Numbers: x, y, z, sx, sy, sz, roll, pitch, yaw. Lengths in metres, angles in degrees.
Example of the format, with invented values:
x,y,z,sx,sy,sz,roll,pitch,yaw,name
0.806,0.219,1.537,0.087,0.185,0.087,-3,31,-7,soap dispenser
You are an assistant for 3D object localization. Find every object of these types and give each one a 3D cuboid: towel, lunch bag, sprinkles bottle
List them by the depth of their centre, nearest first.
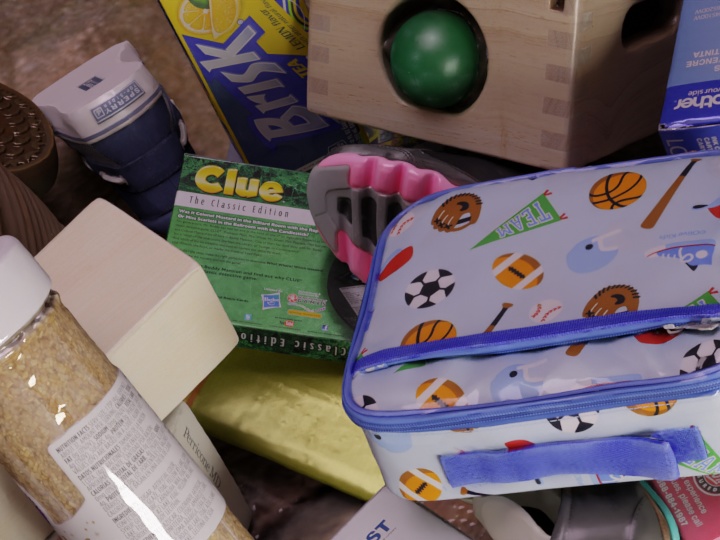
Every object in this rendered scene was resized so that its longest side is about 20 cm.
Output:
x,y,z,sx,sy,sz,roll,pitch,yaw,name
-0.112,0.081,0.991,0.068,0.200,0.068,-34,17,12,sprinkles bottle
0.096,0.025,0.996,0.199,0.076,0.161,-9,38,22,lunch bag
-0.046,0.054,1.176,0.199,0.018,0.086,21,65,20,towel

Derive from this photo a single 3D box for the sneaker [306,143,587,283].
x,y,z,sx,sy,sz,roll,pitch,yaw,name
0.073,-0.028,1.153,0.199,0.079,0.096,15,36,2,sneaker

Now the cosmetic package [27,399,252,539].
x,y,z,sx,sy,sz,roll,pitch,yaw,name
-0.126,0.168,1.077,0.087,0.104,0.201,-4,50,23,cosmetic package

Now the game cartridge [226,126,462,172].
x,y,z,sx,sy,sz,roll,pitch,yaw,name
-0.011,-0.045,1.271,0.132,0.041,0.201,-6,47,15,game cartridge

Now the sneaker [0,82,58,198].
x,y,z,sx,sy,sz,roll,pitch,yaw,name
-0.230,-0.061,1.354,0.067,0.090,0.200,-23,36,-28,sneaker

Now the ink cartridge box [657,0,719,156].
x,y,z,sx,sy,sz,roll,pitch,yaw,name
0.202,-0.075,1.123,0.076,0.137,0.201,-5,48,23,ink cartridge box

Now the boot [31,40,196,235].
x,y,z,sx,sy,sz,roll,pitch,yaw,name
-0.134,-0.072,1.334,0.073,0.091,0.200,-32,15,-2,boot

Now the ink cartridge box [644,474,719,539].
x,y,z,sx,sy,sz,roll,pitch,yaw,name
0.217,0.055,1.034,0.199,0.085,0.146,-27,44,2,ink cartridge box

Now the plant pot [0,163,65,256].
x,y,z,sx,sy,sz,roll,pitch,yaw,name
-0.204,0.024,1.227,0.092,0.202,0.201,3,33,-31,plant pot

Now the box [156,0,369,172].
x,y,z,sx,sy,sz,roll,pitch,yaw,name
-0.065,-0.136,1.211,0.070,0.200,0.064,-26,44,1,box

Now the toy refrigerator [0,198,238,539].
x,y,z,sx,sy,sz,roll,pitch,yaw,name
-0.155,0.069,1.064,0.076,0.070,0.200,31,69,35,toy refrigerator

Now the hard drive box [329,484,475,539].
x,y,z,sx,sy,sz,roll,pitch,yaw,name
0.035,0.205,0.985,0.156,0.077,0.200,-43,47,-17,hard drive box

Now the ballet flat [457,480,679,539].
x,y,z,sx,sy,sz,roll,pitch,yaw,name
0.078,0.087,1.041,0.068,0.068,0.200,-6,18,-13,ballet flat

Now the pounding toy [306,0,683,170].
x,y,z,sx,sy,sz,roll,pitch,yaw,name
0.080,-0.140,1.159,0.183,0.143,0.200,15,24,31,pounding toy

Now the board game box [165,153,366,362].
x,y,z,sx,sy,sz,roll,pitch,yaw,name
0.000,0.000,1.173,0.199,0.024,0.105,9,56,1,board game box
